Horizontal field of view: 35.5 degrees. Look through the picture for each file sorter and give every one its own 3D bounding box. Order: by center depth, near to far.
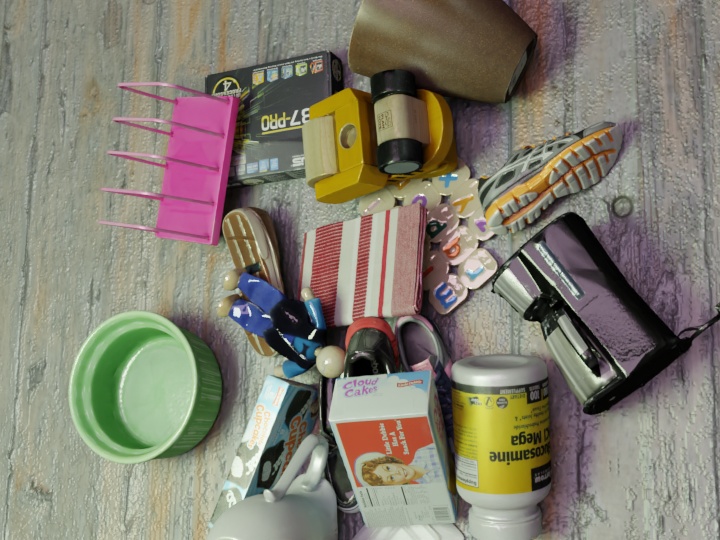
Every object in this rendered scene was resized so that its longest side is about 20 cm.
[{"bbox_3d":[-0.266,-0.147,1.523,0.138,0.125,0.202,8,89,46],"label":"file sorter"}]

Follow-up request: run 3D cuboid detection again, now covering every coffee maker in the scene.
[{"bbox_3d":[0.281,0.036,1.309,0.191,0.135,0.201,-30,69,-11],"label":"coffee maker"}]

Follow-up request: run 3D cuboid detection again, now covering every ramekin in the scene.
[{"bbox_3d":[-0.283,0.160,1.517,0.198,0.098,0.202,-5,78,21],"label":"ramekin"}]

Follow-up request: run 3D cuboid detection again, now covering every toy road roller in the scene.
[{"bbox_3d":[0.034,-0.160,1.431,0.199,0.145,0.124,-16,73,41],"label":"toy road roller"}]

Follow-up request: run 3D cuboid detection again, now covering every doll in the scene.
[{"bbox_3d":[-0.094,0.077,1.429,0.199,0.048,0.138,30,117,28],"label":"doll"}]

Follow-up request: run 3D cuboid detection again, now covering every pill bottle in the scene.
[{"bbox_3d":[0.164,0.204,1.301,0.111,0.112,0.202,-1,97,22],"label":"pill bottle"}]

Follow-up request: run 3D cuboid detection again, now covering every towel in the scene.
[{"bbox_3d":[0.000,0.000,1.437,0.199,0.023,0.146,-11,64,38],"label":"towel"}]

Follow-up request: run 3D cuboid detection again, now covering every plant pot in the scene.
[{"bbox_3d":[0.114,-0.294,1.420,0.199,0.187,0.188,28,90,11],"label":"plant pot"}]

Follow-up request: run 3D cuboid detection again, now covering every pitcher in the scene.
[{"bbox_3d":[-0.097,0.295,1.335,0.120,0.200,0.173,12,105,25],"label":"pitcher"}]

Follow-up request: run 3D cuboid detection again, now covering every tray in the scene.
[{"bbox_3d":[0.027,0.365,1.389,0.107,0.022,0.200,43,97,23],"label":"tray"}]

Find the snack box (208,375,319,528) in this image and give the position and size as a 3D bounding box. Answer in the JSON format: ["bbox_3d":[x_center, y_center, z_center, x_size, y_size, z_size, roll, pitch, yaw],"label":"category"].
[{"bbox_3d":[-0.115,0.237,1.422,0.037,0.116,0.202,20,88,24],"label":"snack box"}]

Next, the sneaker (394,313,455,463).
[{"bbox_3d":[0.089,0.144,1.375,0.070,0.082,0.201,-28,71,10],"label":"sneaker"}]

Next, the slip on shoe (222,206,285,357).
[{"bbox_3d":[-0.130,0.014,1.506,0.076,0.060,0.202,-17,90,34],"label":"slip on shoe"}]

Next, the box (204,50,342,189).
[{"bbox_3d":[-0.119,-0.205,1.552,0.198,0.049,0.163,-6,80,22],"label":"box"}]

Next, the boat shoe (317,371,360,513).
[{"bbox_3d":[-0.026,0.204,1.424,0.068,0.057,0.202,-9,76,20],"label":"boat shoe"}]

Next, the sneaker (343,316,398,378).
[{"bbox_3d":[0.022,0.162,1.360,0.070,0.098,0.202,-10,107,11],"label":"sneaker"}]

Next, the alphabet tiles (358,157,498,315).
[{"bbox_3d":[0.086,-0.044,1.453,0.195,0.015,0.200,-41,67,7],"label":"alphabet tiles"}]

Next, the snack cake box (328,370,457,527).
[{"bbox_3d":[0.043,0.212,1.311,0.114,0.201,0.068,-5,41,13],"label":"snack cake box"}]

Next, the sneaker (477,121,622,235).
[{"bbox_3d":[0.228,-0.128,1.382,0.199,0.078,0.078,-31,49,5],"label":"sneaker"}]
